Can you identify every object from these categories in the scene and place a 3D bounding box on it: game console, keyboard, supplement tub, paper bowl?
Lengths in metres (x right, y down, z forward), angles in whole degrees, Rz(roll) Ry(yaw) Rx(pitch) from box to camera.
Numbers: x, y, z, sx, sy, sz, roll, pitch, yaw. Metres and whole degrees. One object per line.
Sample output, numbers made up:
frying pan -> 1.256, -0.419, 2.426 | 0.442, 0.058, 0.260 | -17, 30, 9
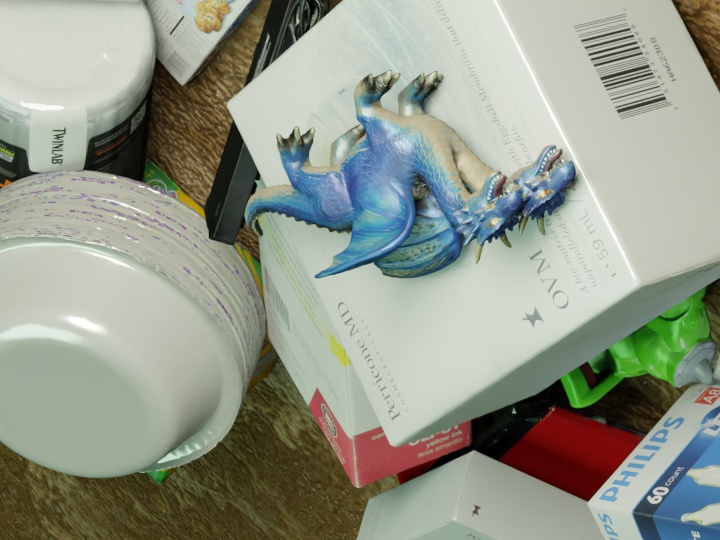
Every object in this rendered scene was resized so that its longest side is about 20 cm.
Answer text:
game console -> 0.101, 0.082, 1.623 | 0.200, 0.118, 0.173 | 128, 128, -60
keyboard -> -0.038, -0.103, 1.429 | 0.039, 0.104, 0.201 | 15, 108, -11
supplement tub -> -0.192, -0.094, 1.640 | 0.122, 0.123, 0.200 | 38, 152, 14
paper bowl -> -0.164, 0.046, 1.597 | 0.199, 0.105, 0.202 | 9, 134, 9

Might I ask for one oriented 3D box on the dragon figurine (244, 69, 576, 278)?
dragon figurine -> 0.009, -0.027, 1.218 | 0.200, 0.059, 0.100 | -31, 71, 38

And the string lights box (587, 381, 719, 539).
string lights box -> 0.222, 0.118, 1.302 | 0.199, 0.103, 0.059 | 6, 132, 49

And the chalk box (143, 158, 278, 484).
chalk box -> -0.158, 0.019, 1.777 | 0.200, 0.124, 0.124 | 42, 151, 5

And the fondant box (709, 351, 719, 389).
fondant box -> 0.255, 0.078, 1.374 | 0.144, 0.058, 0.201 | 36, 148, 20

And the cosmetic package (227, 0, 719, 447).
cosmetic package -> 0.066, -0.051, 1.292 | 0.200, 0.122, 0.200 | -37, 75, 46

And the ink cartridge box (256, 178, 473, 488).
ink cartridge box -> 0.000, 0.000, 1.523 | 0.201, 0.083, 0.145 | 85, 161, -44

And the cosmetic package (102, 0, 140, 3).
cosmetic package -> -0.209, -0.209, 1.491 | 0.101, 0.199, 0.072 | 133, 136, -62

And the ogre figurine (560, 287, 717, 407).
ogre figurine -> 0.126, 0.002, 1.412 | 0.199, 0.098, 0.121 | -8, 109, 43

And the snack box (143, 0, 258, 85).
snack box -> -0.092, -0.178, 1.548 | 0.072, 0.024, 0.200 | 49, 151, 0

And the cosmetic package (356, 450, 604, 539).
cosmetic package -> 0.114, 0.184, 1.616 | 0.199, 0.052, 0.151 | 25, 157, -17
